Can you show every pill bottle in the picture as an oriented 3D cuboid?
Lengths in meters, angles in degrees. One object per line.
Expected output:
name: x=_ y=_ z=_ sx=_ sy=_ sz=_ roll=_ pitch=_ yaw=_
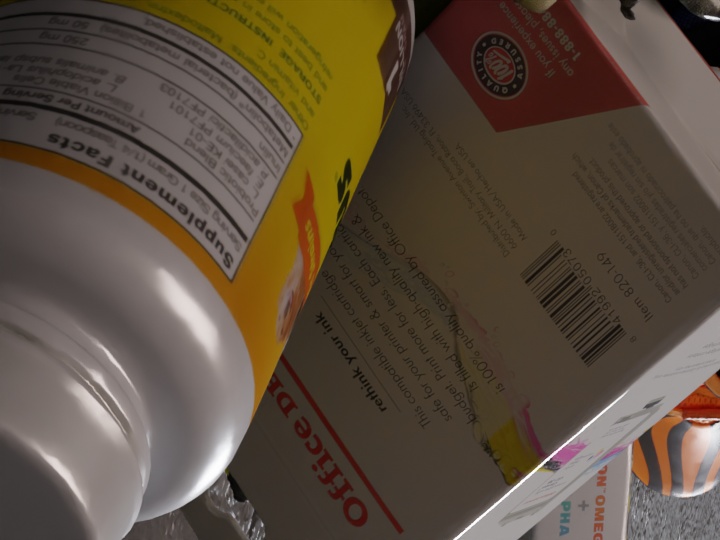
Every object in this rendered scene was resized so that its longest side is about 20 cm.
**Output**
pill bottle: x=-0.062 y=-0.015 z=0.549 sx=0.200 sy=0.109 sz=0.109 roll=-66 pitch=156 yaw=-43

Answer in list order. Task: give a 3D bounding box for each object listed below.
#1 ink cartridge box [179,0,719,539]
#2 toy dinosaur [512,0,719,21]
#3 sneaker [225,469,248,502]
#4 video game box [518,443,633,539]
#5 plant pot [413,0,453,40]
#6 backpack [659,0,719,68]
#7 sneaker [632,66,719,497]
ink cartridge box: x=0.027 y=0.014 z=0.658 sx=0.200 sy=0.117 sz=0.067 roll=-44 pitch=160 yaw=28
toy dinosaur: x=0.102 y=-0.089 z=0.634 sx=0.047 sy=0.088 sz=0.200 roll=-47 pitch=172 yaw=26
sneaker: x=0.000 y=0.000 z=0.808 sx=0.200 sy=0.078 sz=0.085 roll=-60 pitch=142 yaw=-61
video game box: x=0.063 y=0.042 z=0.928 sx=0.200 sy=0.047 sz=0.182 roll=-133 pitch=-139 yaw=-72
plant pot: x=0.006 y=-0.159 z=0.641 sx=0.187 sy=0.187 sz=0.200 roll=-48 pitch=156 yaw=-61
backpack: x=0.212 y=-0.081 z=0.936 sx=0.163 sy=0.200 sz=0.168 roll=57 pitch=38 yaw=-23
sneaker: x=0.130 y=0.032 z=0.864 sx=0.112 sy=0.077 sz=0.200 roll=-101 pitch=-176 yaw=-53
